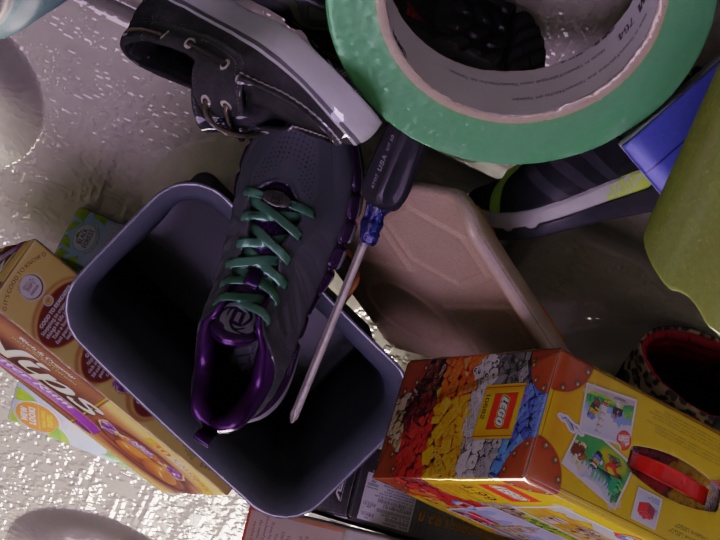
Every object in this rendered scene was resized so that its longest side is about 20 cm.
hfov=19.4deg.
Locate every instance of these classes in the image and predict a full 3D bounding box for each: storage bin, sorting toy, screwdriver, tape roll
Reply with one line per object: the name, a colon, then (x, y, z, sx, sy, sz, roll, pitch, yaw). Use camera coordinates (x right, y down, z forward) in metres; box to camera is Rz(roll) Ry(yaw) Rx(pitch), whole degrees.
storage bin: (-0.066, 0.024, 1.290, 0.200, 0.134, 0.146, 44, 101, -12)
sorting toy: (0.042, -0.002, 1.258, 0.199, 0.037, 0.186, 19, 153, 46)
screwdriver: (0.000, 0.000, 1.171, 0.029, 0.028, 0.202, 20, 108, 9)
tape roll: (0.080, -0.151, 1.064, 0.198, 0.048, 0.202, -1, 123, -1)

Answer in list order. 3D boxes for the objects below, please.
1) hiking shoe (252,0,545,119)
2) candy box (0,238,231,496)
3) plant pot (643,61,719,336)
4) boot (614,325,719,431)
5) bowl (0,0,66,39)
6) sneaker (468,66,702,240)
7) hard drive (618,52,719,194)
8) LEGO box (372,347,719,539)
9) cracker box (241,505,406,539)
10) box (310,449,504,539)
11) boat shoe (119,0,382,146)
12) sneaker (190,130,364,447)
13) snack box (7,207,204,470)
hiking shoe: (-0.003, -0.126, 1.160, 0.199, 0.076, 0.101, 25, 137, -6)
candy box: (-0.166, 0.065, 1.351, 0.200, 0.057, 0.116, 40, 160, -20)
plant pot: (0.233, -0.057, 0.991, 0.199, 0.200, 0.191, 27, 117, -7)
boot: (0.228, 0.120, 1.339, 0.199, 0.073, 0.151, 29, 142, 1)
bowl: (-0.225, -0.204, 1.150, 0.199, 0.106, 0.202, 13, 139, 11)
sneaker: (0.135, -0.070, 1.187, 0.199, 0.071, 0.084, -12, 92, 45)
hard drive: (0.248, -0.033, 1.096, 0.132, 0.025, 0.200, -41, 96, 6)
LEGO box: (0.132, 0.120, 1.210, 0.199, 0.078, 0.148, 27, 161, -29)
cracker box: (0.036, 0.200, 1.316, 0.198, 0.058, 0.134, 10, 171, 24)
box: (0.039, 0.155, 1.383, 0.199, 0.049, 0.158, 20, 170, -29)
boat shoe: (-0.067, -0.103, 1.132, 0.200, 0.066, 0.070, 36, 174, 41)
sneaker: (-0.048, 0.000, 1.165, 0.074, 0.088, 0.202, 15, 105, 5)
snack box: (-0.157, 0.059, 1.452, 0.141, 0.053, 0.201, 24, 139, -1)
